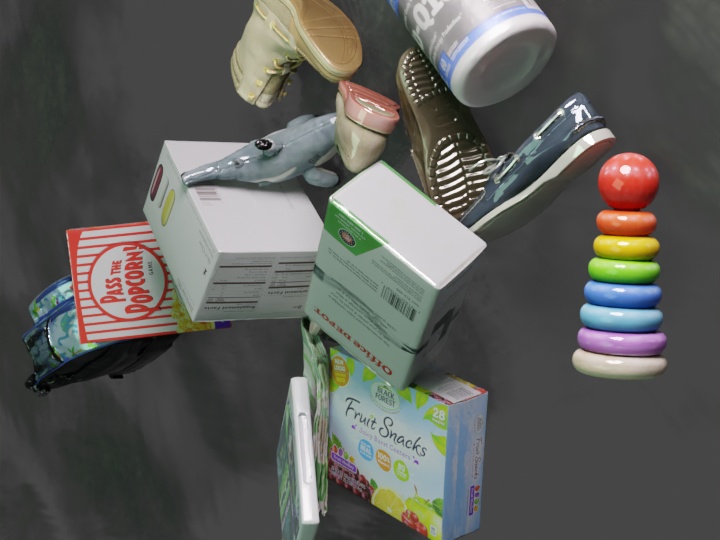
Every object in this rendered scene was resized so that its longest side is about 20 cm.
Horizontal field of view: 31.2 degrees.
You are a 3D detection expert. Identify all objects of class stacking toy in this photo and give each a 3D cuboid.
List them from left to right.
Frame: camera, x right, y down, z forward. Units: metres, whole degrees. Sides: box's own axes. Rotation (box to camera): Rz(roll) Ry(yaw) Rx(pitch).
[{"bbox_3d":[0.240,-0.005,1.167,0.085,0.085,0.200,8,97,49],"label":"stacking toy"}]

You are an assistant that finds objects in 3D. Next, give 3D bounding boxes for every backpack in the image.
[{"bbox_3d":[-0.366,0.073,1.827,0.200,0.183,0.147,-26,79,45],"label":"backpack"}]

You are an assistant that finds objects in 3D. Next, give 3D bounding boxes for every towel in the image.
[{"bbox_3d":[-0.060,0.174,1.551,0.153,0.023,0.200,-122,31,-71],"label":"towel"}]

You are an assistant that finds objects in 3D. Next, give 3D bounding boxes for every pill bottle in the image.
[{"bbox_3d":[0.091,-0.266,1.250,0.200,0.114,0.114,58,136,25],"label":"pill bottle"}]

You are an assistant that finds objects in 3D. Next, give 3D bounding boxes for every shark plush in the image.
[{"bbox_3d":[-0.107,-0.143,1.476,0.083,0.200,0.091,113,151,-77],"label":"shark plush"}]

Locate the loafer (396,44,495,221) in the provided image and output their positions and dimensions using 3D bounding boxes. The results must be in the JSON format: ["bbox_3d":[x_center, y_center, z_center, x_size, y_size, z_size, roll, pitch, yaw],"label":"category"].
[{"bbox_3d":[0.088,-0.133,1.323,0.067,0.076,0.200,-141,36,-83],"label":"loafer"}]

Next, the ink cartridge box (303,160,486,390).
[{"bbox_3d":[0.030,0.010,1.323,0.147,0.083,0.200,40,147,16],"label":"ink cartridge box"}]

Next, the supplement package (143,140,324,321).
[{"bbox_3d":[-0.146,-0.049,1.527,0.200,0.155,0.111,59,138,39],"label":"supplement package"}]

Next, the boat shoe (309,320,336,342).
[{"bbox_3d":[0.000,0.000,1.478,0.067,0.057,0.200,-92,23,-56],"label":"boat shoe"}]

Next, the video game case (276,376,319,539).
[{"bbox_3d":[-0.076,0.252,1.521,0.200,0.023,0.182,103,164,-55],"label":"video game case"}]

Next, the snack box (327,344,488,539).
[{"bbox_3d":[0.048,0.185,1.438,0.200,0.068,0.169,22,117,45],"label":"snack box"}]

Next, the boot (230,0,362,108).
[{"bbox_3d":[-0.081,-0.244,1.496,0.200,0.073,0.156,54,134,31],"label":"boot"}]

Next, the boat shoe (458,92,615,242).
[{"bbox_3d":[0.157,-0.093,1.240,0.200,0.075,0.062,-44,66,44],"label":"boat shoe"}]

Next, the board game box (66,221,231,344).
[{"bbox_3d":[-0.276,0.010,1.700,0.046,0.200,0.152,-135,38,-83],"label":"board game box"}]

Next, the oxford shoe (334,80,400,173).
[{"bbox_3d":[-0.003,-0.151,1.351,0.071,0.200,0.074,22,104,-3],"label":"oxford shoe"}]
